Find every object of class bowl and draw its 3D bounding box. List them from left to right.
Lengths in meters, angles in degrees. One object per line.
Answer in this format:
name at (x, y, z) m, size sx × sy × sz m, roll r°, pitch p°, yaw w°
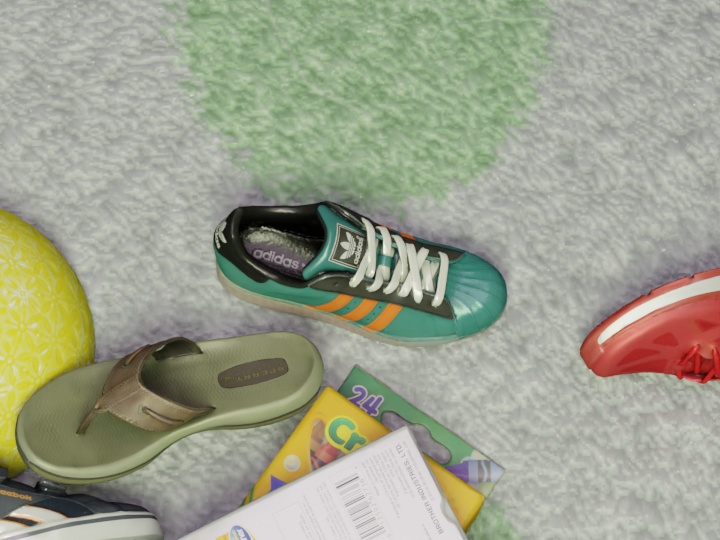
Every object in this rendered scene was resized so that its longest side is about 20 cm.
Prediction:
bowl at (-0.273, 0.035, 1.205) m, size 0.198 × 0.108 × 0.202 m, roll 1°, pitch 71°, yaw -2°

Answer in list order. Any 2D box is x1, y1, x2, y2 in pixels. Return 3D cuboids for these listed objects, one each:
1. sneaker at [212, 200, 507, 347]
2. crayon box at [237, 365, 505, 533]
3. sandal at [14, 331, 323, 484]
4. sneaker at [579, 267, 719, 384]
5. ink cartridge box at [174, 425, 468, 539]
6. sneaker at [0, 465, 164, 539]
sneaker at (0.000, 0.000, 1.235) m, size 0.198 × 0.080 × 0.072 m, roll 9°, pitch 71°, yaw 1°
crayon box at (-0.010, 0.167, 1.196) m, size 0.125 × 0.052 × 0.201 m, roll 34°, pitch 74°, yaw 9°
sandal at (-0.121, 0.071, 1.180) m, size 0.199 × 0.058 × 0.080 m, roll -18°, pitch 58°, yaw -13°
sneaker at (0.250, 0.060, 1.224) m, size 0.198 × 0.078 × 0.116 m, roll -18°, pitch 72°, yaw -6°
ink cartridge box at (-0.032, 0.191, 1.140) m, size 0.199 × 0.042 × 0.120 m, roll -25°, pitch 74°, yaw -12°
sneaker at (-0.221, 0.155, 1.163) m, size 0.198 × 0.079 × 0.080 m, roll -5°, pitch 61°, yaw -28°
